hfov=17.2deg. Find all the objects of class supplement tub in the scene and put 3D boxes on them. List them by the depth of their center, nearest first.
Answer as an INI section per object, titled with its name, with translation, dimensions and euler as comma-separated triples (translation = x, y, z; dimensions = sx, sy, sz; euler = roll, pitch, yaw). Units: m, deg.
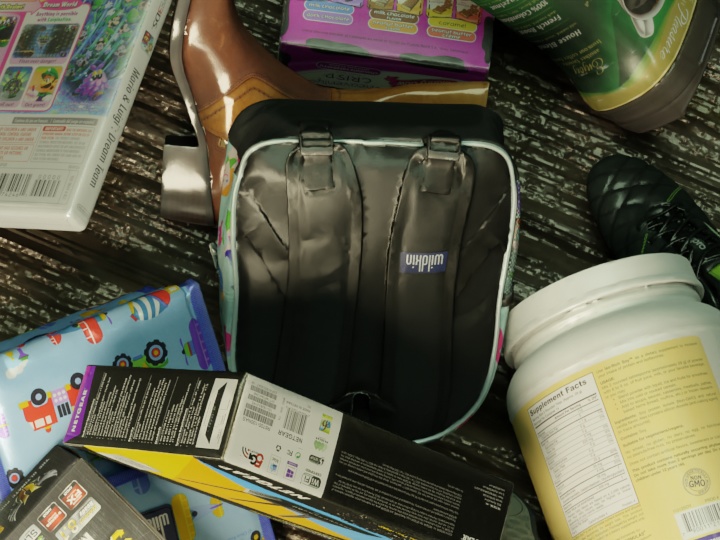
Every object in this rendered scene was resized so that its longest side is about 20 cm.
[supplement tub]
translation = 0.169, 0.106, 1.383
dimensions = 0.145, 0.146, 0.201
euler = -14, 70, -12

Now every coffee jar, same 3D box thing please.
[coffee jar]
translation = 0.137, -0.179, 1.489
dimensions = 0.200, 0.085, 0.105
euler = 38, 58, -23

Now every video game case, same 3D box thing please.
[video game case]
translation = -0.220, -0.110, 1.442
dimensions = 0.199, 0.024, 0.183
euler = 3, 63, 31

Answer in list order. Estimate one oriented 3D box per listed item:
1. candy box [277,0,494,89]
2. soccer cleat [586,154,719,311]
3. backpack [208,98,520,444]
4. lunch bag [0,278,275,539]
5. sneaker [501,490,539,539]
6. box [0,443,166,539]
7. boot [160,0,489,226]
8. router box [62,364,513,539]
[candy box]
translation = 0.022, -0.214, 1.544
dimensions = 0.136, 0.061, 0.201
euler = 8, 68, -3
[soccer cleat]
translation = 0.213, 0.001, 1.465
dimensions = 0.067, 0.081, 0.200
euler = -31, 74, -17
[backpack]
translation = 0.000, 0.000, 1.396
dimensions = 0.177, 0.151, 0.201
euler = 0, 107, -6
[lunch bag]
translation = -0.141, 0.125, 1.368
dimensions = 0.150, 0.094, 0.201
euler = -22, 96, -25
[sneaker]
translation = 0.059, 0.211, 1.367
dimensions = 0.077, 0.147, 0.202
euler = 9, 23, -24
[box]
translation = -0.176, 0.221, 1.297
dimensions = 0.200, 0.048, 0.159
euler = -46, 111, -13
[boot]
translation = -0.019, -0.111, 1.454
dimensions = 0.199, 0.068, 0.189
euler = 3, 100, -4
[router box]
translation = -0.038, 0.105, 1.291
dimensions = 0.200, 0.149, 0.051
euler = 25, 75, -37
